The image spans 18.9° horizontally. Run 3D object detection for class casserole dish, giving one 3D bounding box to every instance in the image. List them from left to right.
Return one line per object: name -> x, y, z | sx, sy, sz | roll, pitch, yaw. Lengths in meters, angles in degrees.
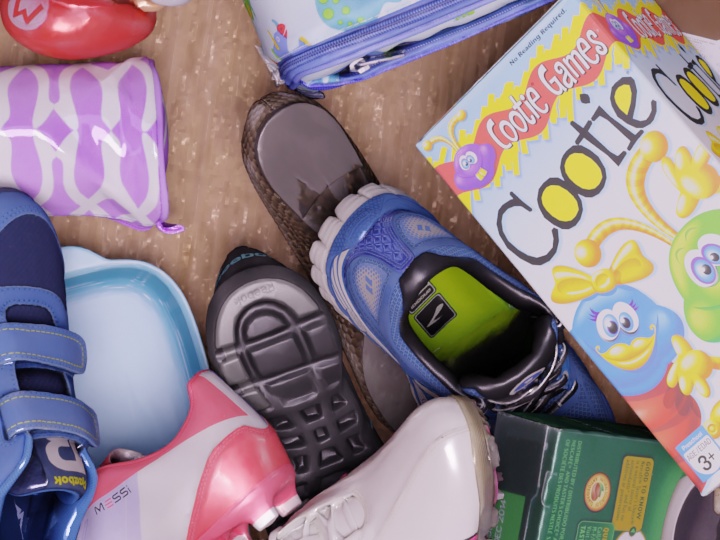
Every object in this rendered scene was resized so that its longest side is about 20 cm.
casserole dish -> -0.124, 0.087, 1.039 | 0.120, 0.039, 0.201 | -15, 94, -3

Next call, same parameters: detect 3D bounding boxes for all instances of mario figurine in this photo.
mario figurine -> -0.102, -0.189, 0.990 | 0.106, 0.123, 0.201 | 35, 86, -17

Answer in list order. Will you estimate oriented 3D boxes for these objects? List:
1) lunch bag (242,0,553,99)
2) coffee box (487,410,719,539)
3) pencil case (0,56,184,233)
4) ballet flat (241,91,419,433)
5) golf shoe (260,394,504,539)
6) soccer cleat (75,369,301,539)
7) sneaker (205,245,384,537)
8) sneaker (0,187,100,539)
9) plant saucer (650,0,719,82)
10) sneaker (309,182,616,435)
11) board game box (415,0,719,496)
lunch bag -> 0.042, -0.146, 0.978 | 0.199, 0.161, 0.083 | -23, 94, -3
coffee box -> 0.133, 0.135, 1.003 | 0.199, 0.044, 0.124 | 8, 93, -41
pencil case -> -0.184, -0.052, 1.005 | 0.198, 0.084, 0.086 | -5, 91, -4
ballet flat -> 0.000, 0.000, 1.026 | 0.067, 0.046, 0.201 | -37, 116, -11
golf shoe -> -0.006, 0.134, 0.953 | 0.092, 0.073, 0.201 | 7, 128, -30
soccer cleat -> -0.116, 0.128, 0.983 | 0.200, 0.067, 0.077 | -38, 80, 16
sneaker -> -0.024, 0.078, 1.032 | 0.075, 0.079, 0.201 | -18, 113, -8
sneaker -> -0.149, 0.063, 0.948 | 0.074, 0.082, 0.202 | 9, 81, -48
plant saucer -> 0.180, -0.066, 1.010 | 0.199, 0.029, 0.202 | 4, 99, 27
sneaker -> 0.059, 0.046, 0.988 | 0.079, 0.089, 0.200 | -50, 126, -1
board game box -> 0.139, -0.018, 0.962 | 0.103, 0.105, 0.200 | -44, 78, 24
